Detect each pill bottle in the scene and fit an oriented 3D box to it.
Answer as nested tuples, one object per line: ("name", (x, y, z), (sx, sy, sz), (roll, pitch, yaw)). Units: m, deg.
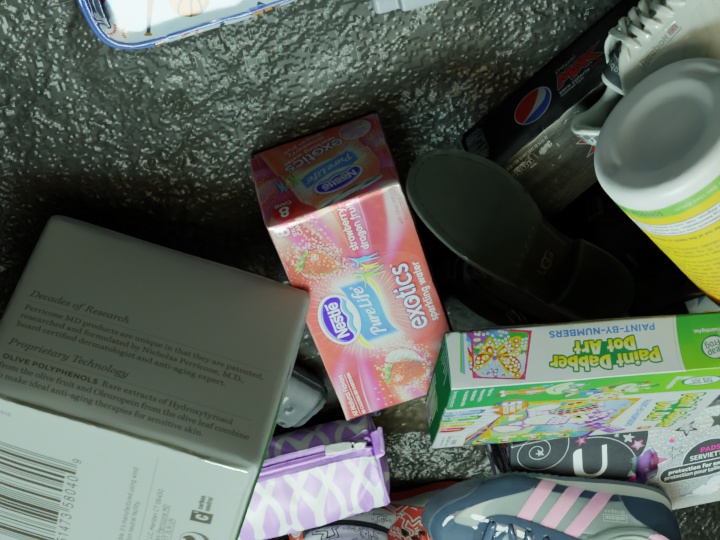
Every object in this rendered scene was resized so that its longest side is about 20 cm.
("pill bottle", (0.251, -0.038, 1.138), (0.111, 0.111, 0.200), (-38, 126, 16))

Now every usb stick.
("usb stick", (-0.112, 0.065, 1.346), (0.200, 0.033, 0.055), (32, 114, -31))

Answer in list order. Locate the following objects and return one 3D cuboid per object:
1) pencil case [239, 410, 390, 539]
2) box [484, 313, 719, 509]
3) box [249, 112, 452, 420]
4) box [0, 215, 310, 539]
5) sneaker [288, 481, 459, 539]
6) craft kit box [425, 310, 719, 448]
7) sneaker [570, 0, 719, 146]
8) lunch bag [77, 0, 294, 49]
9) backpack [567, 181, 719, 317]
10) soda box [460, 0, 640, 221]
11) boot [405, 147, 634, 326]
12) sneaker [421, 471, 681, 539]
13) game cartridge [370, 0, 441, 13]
("pencil case", (-0.070, 0.171, 1.401), (0.200, 0.084, 0.086), (-15, 164, -2))
("box", (0.203, 0.117, 1.391), (0.200, 0.132, 0.115), (-11, 129, -3))
("box", (0.000, 0.000, 1.281), (0.102, 0.095, 0.200), (-18, 128, 2))
("box", (-0.162, 0.106, 1.228), (0.200, 0.171, 0.199), (16, 136, -2))
("sneaker", (0.039, 0.234, 1.459), (0.201, 0.108, 0.067), (6, 125, -17))
("craft kit box", (0.150, 0.079, 1.217), (0.197, 0.049, 0.200), (-7, 164, -3))
("sneaker", (0.210, -0.157, 1.147), (0.080, 0.076, 0.200), (14, 121, -11))
("lunch bag", (-0.108, -0.234, 1.094), (0.200, 0.076, 0.160), (-18, 126, 0))
("backpack", (0.281, -0.026, 1.299), (0.200, 0.163, 0.154), (-31, 136, 3))
("soda box", (0.171, -0.121, 1.247), (0.200, 0.063, 0.071), (-39, 125, 18))
("boot", (0.092, -0.006, 1.269), (0.200, 0.174, 0.069), (36, 75, -11))
("sneaker", (0.148, 0.202, 1.311), (0.200, 0.082, 0.070), (1, 129, -7))
("game cartridge", (0.053, -0.270, 1.122), (0.133, 0.042, 0.200), (-19, 129, -8))
